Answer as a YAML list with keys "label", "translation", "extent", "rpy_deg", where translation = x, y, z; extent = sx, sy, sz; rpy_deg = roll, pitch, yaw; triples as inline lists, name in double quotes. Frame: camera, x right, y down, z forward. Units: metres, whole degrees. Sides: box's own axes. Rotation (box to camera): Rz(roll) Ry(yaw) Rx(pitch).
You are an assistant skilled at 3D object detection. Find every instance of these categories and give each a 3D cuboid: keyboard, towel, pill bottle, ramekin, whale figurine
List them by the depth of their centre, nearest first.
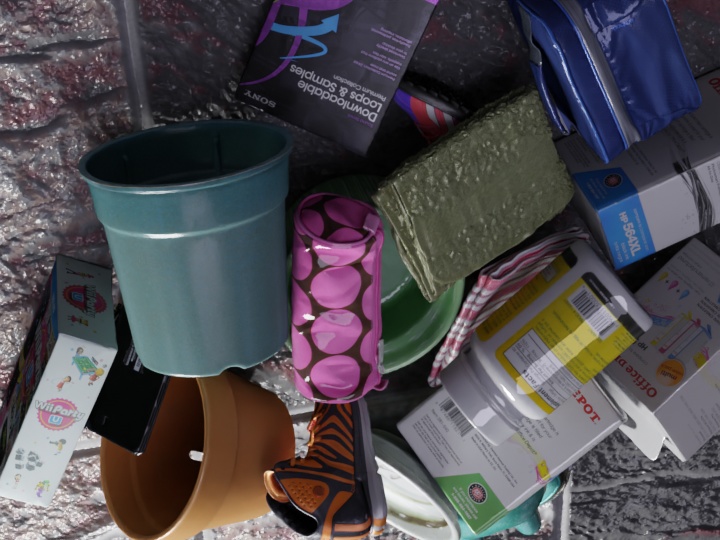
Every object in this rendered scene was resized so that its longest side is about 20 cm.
- label: "towel"
  translation: [0.112, -0.077, 1.498]
  extent: [0.199, 0.036, 0.149]
  rpy_deg: [-35, 122, -15]
- label: "pill bottle"
  translation: [0.181, 0.074, 1.535]
  extent: [0.200, 0.114, 0.114]
  rpy_deg: [-41, 123, 9]
- label: "ramekin"
  translation: [0.000, 0.000, 1.578]
  extent: [0.198, 0.098, 0.201]
  rpy_deg: [-7, 123, -10]
- label: "keyboard"
  translation: [-0.226, 0.080, 1.586]
  extent: [0.040, 0.104, 0.201]
  rpy_deg: [0, 113, -65]
- label: "towel"
  translation: [0.152, 0.041, 1.609]
  extent: [0.146, 0.030, 0.201]
  rpy_deg: [-25, 154, -33]
- label: "whale figurine"
  translation: [0.130, 0.265, 1.763]
  extent: [0.158, 0.104, 0.201]
  rpy_deg: [31, 132, 6]

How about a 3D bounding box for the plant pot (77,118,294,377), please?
- label: "plant pot"
  translation: [-0.151, -0.019, 1.443]
  extent: [0.198, 0.200, 0.198]
  rpy_deg: [-8, 111, -9]

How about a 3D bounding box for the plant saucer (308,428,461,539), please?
- label: "plant saucer"
  translation: [0.036, 0.226, 1.704]
  extent: [0.050, 0.199, 0.200]
  rpy_deg: [-54, 126, -22]

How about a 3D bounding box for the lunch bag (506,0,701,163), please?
- label: "lunch bag"
  translation: [0.227, -0.204, 1.481]
  extent: [0.132, 0.136, 0.201]
  rpy_deg: [-29, 124, 2]

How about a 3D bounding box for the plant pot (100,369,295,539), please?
- label: "plant pot"
  translation: [-0.162, 0.186, 1.612]
  extent: [0.139, 0.200, 0.201]
  rpy_deg: [13, 119, -40]

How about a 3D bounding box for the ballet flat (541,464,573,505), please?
- label: "ballet flat"
  translation: [0.224, 0.209, 1.781]
  extent: [0.071, 0.072, 0.201]
  rpy_deg: [5, 143, -17]

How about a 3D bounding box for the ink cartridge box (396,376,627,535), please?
- label: "ink cartridge box"
  translation: [0.162, 0.160, 1.636]
  extent: [0.200, 0.145, 0.084]
  rpy_deg: [-39, 167, 10]

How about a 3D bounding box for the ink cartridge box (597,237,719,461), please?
- label: "ink cartridge box"
  translation: [0.347, 0.095, 1.670]
  extent: [0.200, 0.129, 0.125]
  rpy_deg: [-43, 139, -2]

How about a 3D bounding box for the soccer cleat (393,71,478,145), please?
- label: "soccer cleat"
  translation: [0.100, -0.131, 1.539]
  extent: [0.199, 0.068, 0.073]
  rpy_deg: [25, 109, -31]

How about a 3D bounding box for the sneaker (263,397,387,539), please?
- label: "sneaker"
  translation: [-0.046, 0.182, 1.565]
  extent: [0.111, 0.201, 0.078]
  rpy_deg: [-4, 140, -15]

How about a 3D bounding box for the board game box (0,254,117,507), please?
- label: "board game box"
  translation: [-0.305, 0.110, 1.541]
  extent: [0.064, 0.148, 0.201]
  rpy_deg: [17, 116, -21]

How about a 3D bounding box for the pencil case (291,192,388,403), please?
- label: "pencil case"
  translation: [-0.018, 0.028, 1.480]
  extent: [0.093, 0.091, 0.201]
  rpy_deg: [13, 127, 20]

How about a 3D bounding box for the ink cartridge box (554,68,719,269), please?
- label: "ink cartridge box"
  translation: [0.315, -0.106, 1.562]
  extent: [0.199, 0.146, 0.085]
  rpy_deg: [-23, 124, 2]

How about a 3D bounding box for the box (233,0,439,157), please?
- label: "box"
  translation: [-0.019, -0.222, 1.446]
  extent: [0.142, 0.036, 0.201]
  rpy_deg: [23, 117, -6]
